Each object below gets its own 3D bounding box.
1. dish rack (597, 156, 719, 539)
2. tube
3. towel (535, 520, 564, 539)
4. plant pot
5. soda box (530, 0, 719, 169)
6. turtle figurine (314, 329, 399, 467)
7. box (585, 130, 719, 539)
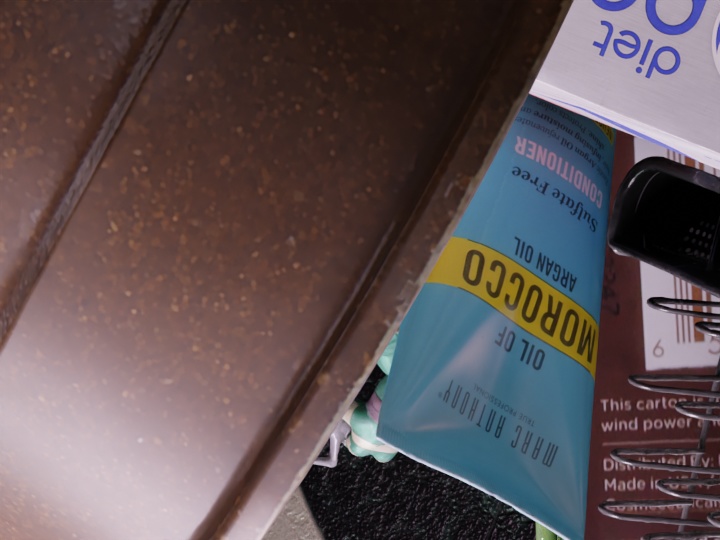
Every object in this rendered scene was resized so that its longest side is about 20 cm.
[{"bbox_3d":[0.113,0.081,0.646,0.054,0.202,0.153,6,-168,-25],"label":"dish rack"},{"bbox_3d":[0.046,-0.022,0.669,0.077,0.201,0.050,27,144,-25],"label":"tube"},{"bbox_3d":[0.086,0.029,0.887,0.030,0.151,0.200,-5,-168,19],"label":"towel"},{"bbox_3d":[-0.079,-0.064,0.407,0.197,0.201,0.200,29,-178,-8],"label":"plant pot"},{"bbox_3d":[0.076,-0.072,0.622,0.199,0.069,0.063,22,-177,5],"label":"soda box"},{"bbox_3d":[0.000,0.000,0.890,0.100,0.151,0.200,-14,-167,43],"label":"turtle figurine"},{"bbox_3d":[0.167,0.033,0.809,0.164,0.166,0.200,-4,177,16],"label":"box"}]
